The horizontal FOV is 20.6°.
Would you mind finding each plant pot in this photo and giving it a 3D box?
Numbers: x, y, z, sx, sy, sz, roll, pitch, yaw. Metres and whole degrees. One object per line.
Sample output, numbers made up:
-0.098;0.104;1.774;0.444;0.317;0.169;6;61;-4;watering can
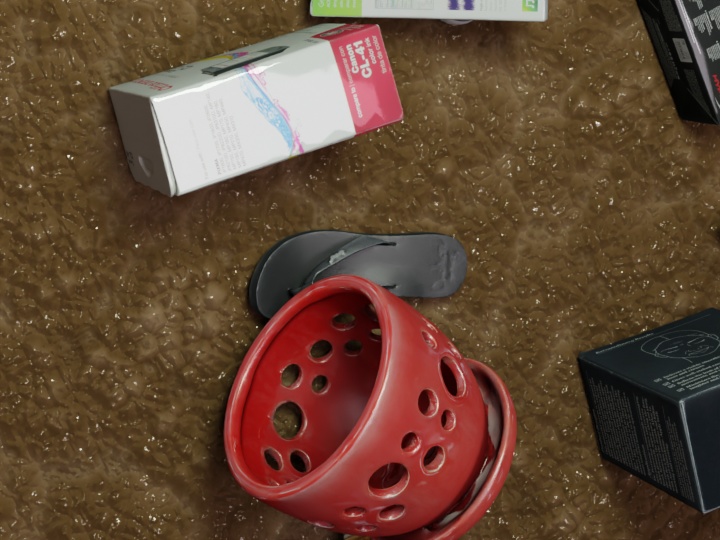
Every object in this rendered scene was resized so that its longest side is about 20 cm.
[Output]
0.013;0.130;1.648;0.182;0.200;0.201;34;86;-36;plant pot

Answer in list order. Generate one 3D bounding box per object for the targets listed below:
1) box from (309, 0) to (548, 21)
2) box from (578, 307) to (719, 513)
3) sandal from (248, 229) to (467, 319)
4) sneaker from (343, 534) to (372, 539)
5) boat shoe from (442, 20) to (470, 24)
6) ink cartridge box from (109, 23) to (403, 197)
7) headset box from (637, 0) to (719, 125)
0.058;-0.281;1.646;0.199;0.036;0.145;3;99;7;box
0.307;0.119;1.754;0.148;0.200;0.108;-18;105;-16;box
0.000;-0.001;1.708;0.199;0.043;0.077;-10;101;-18;sandal
0.021;0.261;1.750;0.200;0.075;0.088;-58;147;-16;sneaker
0.105;-0.308;1.687;0.072;0.066;0.201;15;93;-22;boat shoe
-0.086;-0.134;1.601;0.199;0.148;0.086;-18;104;-18;ink cartridge box
0.362;-0.241;1.786;0.199;0.075;0.149;-28;107;-14;headset box
